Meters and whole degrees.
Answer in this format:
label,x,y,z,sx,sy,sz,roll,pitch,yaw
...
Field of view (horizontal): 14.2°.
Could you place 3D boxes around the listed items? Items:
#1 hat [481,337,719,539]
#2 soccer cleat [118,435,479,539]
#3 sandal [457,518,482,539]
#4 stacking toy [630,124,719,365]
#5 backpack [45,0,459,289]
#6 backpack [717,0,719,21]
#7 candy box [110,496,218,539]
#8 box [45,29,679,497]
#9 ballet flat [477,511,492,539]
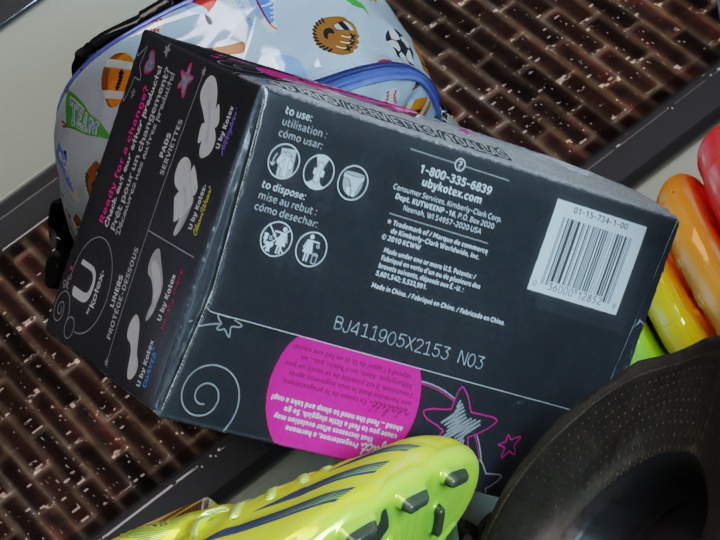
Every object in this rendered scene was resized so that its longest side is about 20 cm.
label,x,y,z,sx,sy,sz,roll,pitch,yaw
hat,0.106,0.125,1.005,0.201,0.081,0.201,-50,19,24
soccer cleat,-0.045,0.105,1.042,0.200,0.065,0.084,-31,50,-24
sandal,-0.021,0.172,1.139,0.200,0.080,0.054,-49,29,-17
stacking toy,0.119,0.021,1.208,0.199,0.110,0.116,-30,39,15
backpack,-0.045,-0.044,1.254,0.199,0.191,0.154,-32,61,-9
backpack,0.201,-0.064,1.050,0.126,0.168,0.201,-13,38,7
candy box,-0.125,0.178,1.128,0.199,0.056,0.117,-25,38,28
box,0.000,0.000,1.122,0.115,0.199,0.133,27,100,57
ballet flat,0.072,0.168,1.096,0.068,0.068,0.201,17,38,-18
